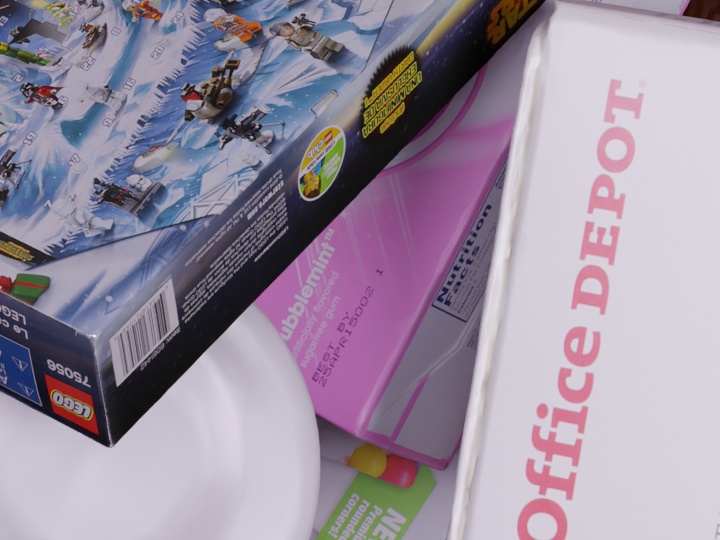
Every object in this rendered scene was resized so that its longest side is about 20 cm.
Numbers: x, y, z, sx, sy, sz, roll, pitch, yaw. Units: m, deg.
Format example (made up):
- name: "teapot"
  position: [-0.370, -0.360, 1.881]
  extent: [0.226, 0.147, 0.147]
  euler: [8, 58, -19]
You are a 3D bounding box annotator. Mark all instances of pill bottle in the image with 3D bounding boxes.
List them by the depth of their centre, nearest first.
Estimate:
- name: "pill bottle"
  position: [-0.085, 0.065, 0.784]
  extent: [0.111, 0.200, 0.112]
  euler: [4, 75, -15]

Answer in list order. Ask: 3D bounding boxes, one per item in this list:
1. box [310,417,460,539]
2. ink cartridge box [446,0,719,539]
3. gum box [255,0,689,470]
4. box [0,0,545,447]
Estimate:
- name: "box"
  position: [0.000, 0.000, 0.875]
  extent: [0.200, 0.041, 0.156]
  euler: [35, 93, 13]
- name: "ink cartridge box"
  position: [0.131, 0.023, 0.716]
  extent: [0.199, 0.087, 0.146]
  euler: [10, 96, 9]
- name: "gum box"
  position: [0.007, -0.053, 0.813]
  extent: [0.113, 0.066, 0.201]
  euler: [27, 90, 27]
- name: "box"
  position: [-0.053, -0.058, 0.720]
  extent: [0.137, 0.040, 0.200]
  euler: [26, 52, 26]
